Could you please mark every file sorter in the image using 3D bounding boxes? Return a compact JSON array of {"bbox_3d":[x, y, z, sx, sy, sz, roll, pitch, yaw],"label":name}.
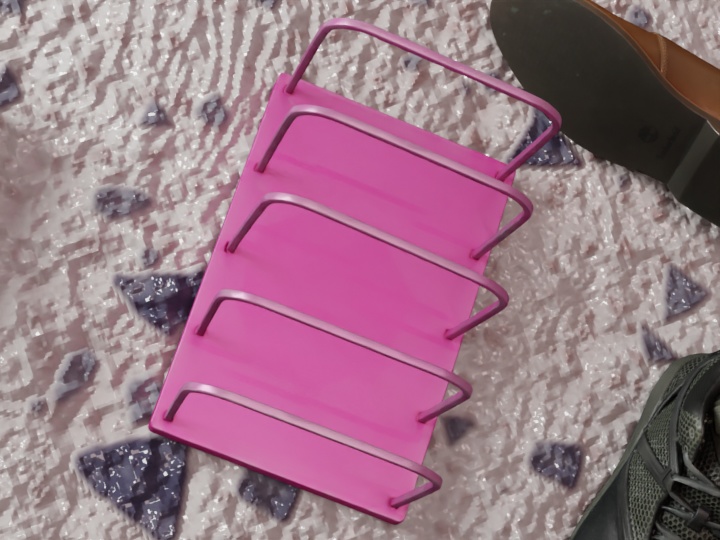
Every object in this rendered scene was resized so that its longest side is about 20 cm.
[{"bbox_3d":[0.000,0.000,0.850,0.138,0.125,0.202,21,73,-7],"label":"file sorter"}]

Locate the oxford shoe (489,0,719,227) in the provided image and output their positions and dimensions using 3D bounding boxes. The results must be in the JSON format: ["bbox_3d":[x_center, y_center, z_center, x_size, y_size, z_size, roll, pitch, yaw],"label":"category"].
[{"bbox_3d":[0.158,-0.098,0.950,0.199,0.071,0.071,37,44,-2],"label":"oxford shoe"}]

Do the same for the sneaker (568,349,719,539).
[{"bbox_3d":[0.159,0.125,0.864,0.076,0.114,0.201,30,75,-2],"label":"sneaker"}]
